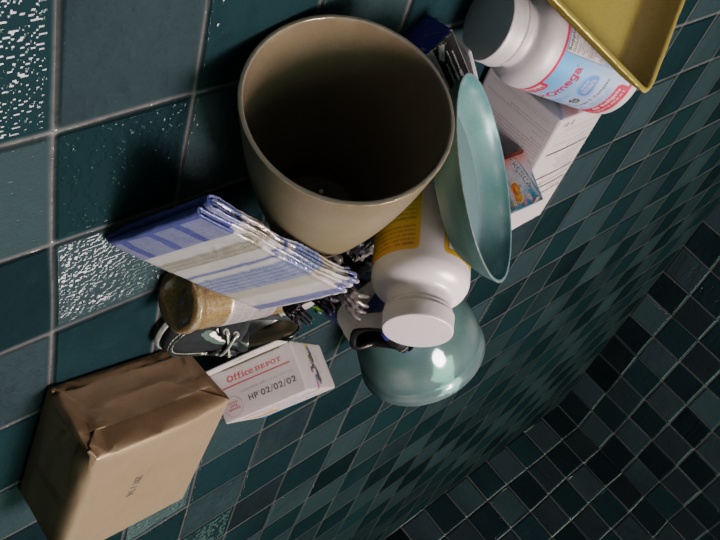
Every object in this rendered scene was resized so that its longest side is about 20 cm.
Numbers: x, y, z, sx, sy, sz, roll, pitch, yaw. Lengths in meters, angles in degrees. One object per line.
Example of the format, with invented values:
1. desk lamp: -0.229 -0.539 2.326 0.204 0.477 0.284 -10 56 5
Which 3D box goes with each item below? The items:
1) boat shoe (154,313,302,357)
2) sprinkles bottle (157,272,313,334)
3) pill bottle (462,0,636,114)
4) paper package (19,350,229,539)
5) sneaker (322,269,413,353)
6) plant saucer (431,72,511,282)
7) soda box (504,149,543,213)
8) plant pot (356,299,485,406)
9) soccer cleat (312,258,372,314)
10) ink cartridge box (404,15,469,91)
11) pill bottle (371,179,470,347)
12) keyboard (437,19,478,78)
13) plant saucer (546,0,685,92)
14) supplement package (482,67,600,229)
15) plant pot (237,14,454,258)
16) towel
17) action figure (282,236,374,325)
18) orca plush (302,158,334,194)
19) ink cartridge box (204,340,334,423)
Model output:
1. boat shoe: -0.148 0.068 0.985 0.198 0.060 0.076 -19 148 -45
2. sprinkles bottle: -0.128 0.023 0.931 0.199 0.068 0.069 -10 140 -54
3. pill bottle: 0.213 -0.247 0.926 0.197 0.110 0.109 8 129 -33
4. paper package: -0.272 0.204 0.962 0.189 0.104 0.201 -17 145 -47
5. sneaker: 0.054 0.036 1.025 0.198 0.116 0.081 -36 140 9
6. plant saucer: 0.107 -0.087 0.815 0.035 0.204 0.200 -8 168 21
7. soda box: 0.132 -0.084 1.070 0.063 0.069 0.199 -22 179 -41
8. plant pot: 0.076 0.080 1.249 0.199 0.200 0.135 -36 130 -17
9. soccer cleat: -0.008 0.010 1.130 0.198 0.067 0.083 -8 110 -42
10. ink cartridge box: 0.085 -0.171 0.921 0.094 0.044 0.200 -43 143 -3
11. pill bottle: 0.064 -0.027 0.875 0.102 0.203 0.105 5 150 3
12. keyboard: 0.120 -0.212 0.955 0.011 0.056 0.200 -45 157 -2
13. plant saucer: 0.255 -0.317 0.855 0.199 0.048 0.202 31 78 -32
14. supplement package: 0.206 -0.165 1.095 0.119 0.121 0.201 -26 152 -40
15. plant pot: -0.028 -0.095 0.783 0.186 0.188 0.201 -33 165 -23
16. towel: -0.115 -0.011 0.782 0.145 0.024 0.199 -14 151 39
17. action figure: 0.000 0.000 0.961 0.199 0.103 0.119 -34 177 -42
18. orca plush: -0.029 -0.077 0.920 0.200 0.071 0.105 -45 157 2
19. ink cartridge box: -0.115 0.143 1.076 0.114 0.069 0.200 -24 169 8
